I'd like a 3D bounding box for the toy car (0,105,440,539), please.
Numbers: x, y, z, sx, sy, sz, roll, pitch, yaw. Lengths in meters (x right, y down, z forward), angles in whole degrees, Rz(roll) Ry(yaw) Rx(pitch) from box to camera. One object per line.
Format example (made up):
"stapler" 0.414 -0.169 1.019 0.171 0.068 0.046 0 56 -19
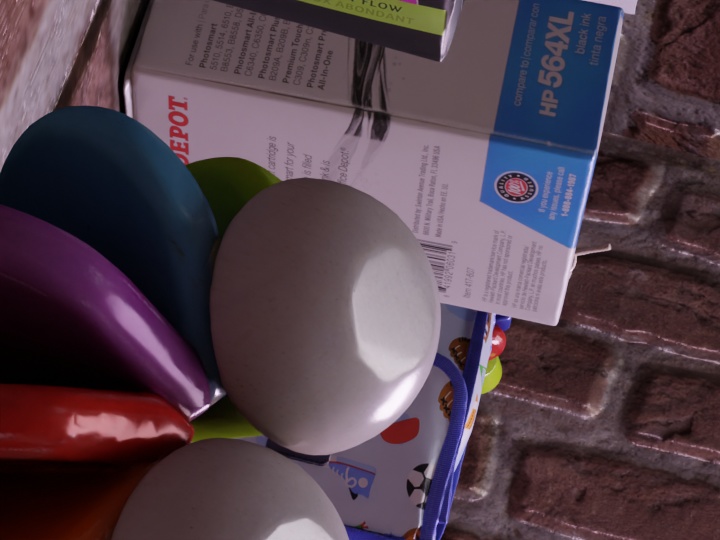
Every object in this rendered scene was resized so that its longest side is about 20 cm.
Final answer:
"toy car" -0.086 0.039 0.774 0.150 0.174 0.201 38 59 -36

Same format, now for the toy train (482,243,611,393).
"toy train" 0.083 0.044 1.791 0.116 0.199 0.085 77 -2 -55

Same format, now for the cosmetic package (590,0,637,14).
"cosmetic package" 0.128 -0.286 1.952 0.052 0.199 0.151 94 10 -60

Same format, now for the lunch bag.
"lunch bag" -0.018 0.066 1.414 0.201 0.169 0.124 -70 170 -47

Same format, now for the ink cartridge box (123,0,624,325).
"ink cartridge box" 0.004 -0.062 1.129 0.146 0.199 0.085 96 6 -60

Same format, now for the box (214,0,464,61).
"box" -0.012 -0.197 0.843 0.125 0.148 0.201 99 6 -61
